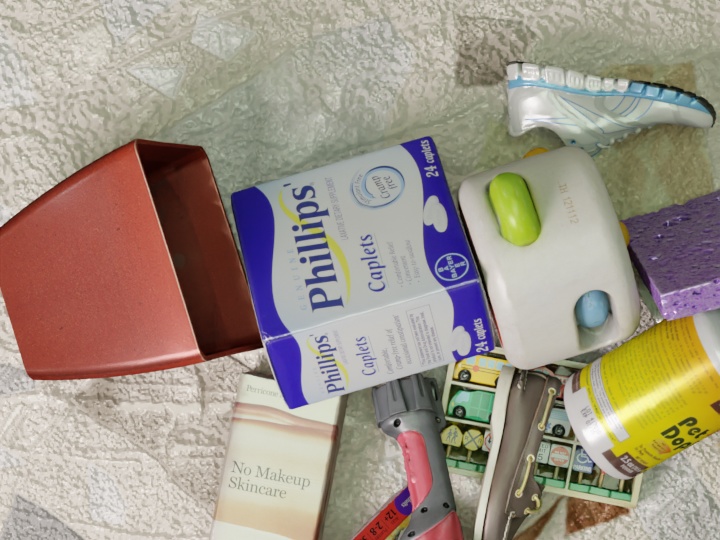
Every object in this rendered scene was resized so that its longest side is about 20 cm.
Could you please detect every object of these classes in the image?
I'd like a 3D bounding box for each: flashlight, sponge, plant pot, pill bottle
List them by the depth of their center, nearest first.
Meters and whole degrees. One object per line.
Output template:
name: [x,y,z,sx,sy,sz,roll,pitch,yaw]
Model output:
pill bottle: [0.287,0.096,1.666,0.200,0.109,0.110,-34,87,25]
sponge: [0.303,-0.016,1.688,0.111,0.200,0.030,-16,110,2]
flashlight: [0.051,0.195,1.712,0.068,0.068,0.201,-28,60,27]
plant pot: [-0.220,0.006,1.712,0.175,0.200,0.201,-18,87,14]

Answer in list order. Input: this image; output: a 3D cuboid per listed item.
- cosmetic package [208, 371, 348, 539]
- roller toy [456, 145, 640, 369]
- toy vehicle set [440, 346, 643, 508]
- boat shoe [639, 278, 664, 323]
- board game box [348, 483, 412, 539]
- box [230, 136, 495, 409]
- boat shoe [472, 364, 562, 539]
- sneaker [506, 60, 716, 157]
cosmetic package: [-0.078,0.200,1.742,0.103,0.087,0.201,9,88,3]
roller toy: [0.175,-0.014,1.698,0.139,0.200,0.183,-17,98,1]
toy vehicle set: [0.172,0.144,1.768,0.199,0.027,0.125,10,88,2]
boat shoe: [0.338,0.076,1.738,0.060,0.072,0.202,-37,84,26]
board game box: [0.058,0.317,1.714,0.200,0.046,0.151,48,49,2]
box: [0.000,0.000,1.698,0.199,0.105,0.185,-17,50,1]
boat shoe: [0.141,0.190,1.720,0.059,0.072,0.201,9,83,5]
sneaker: [0.231,-0.141,1.763,0.199,0.075,0.087,9,95,9]
